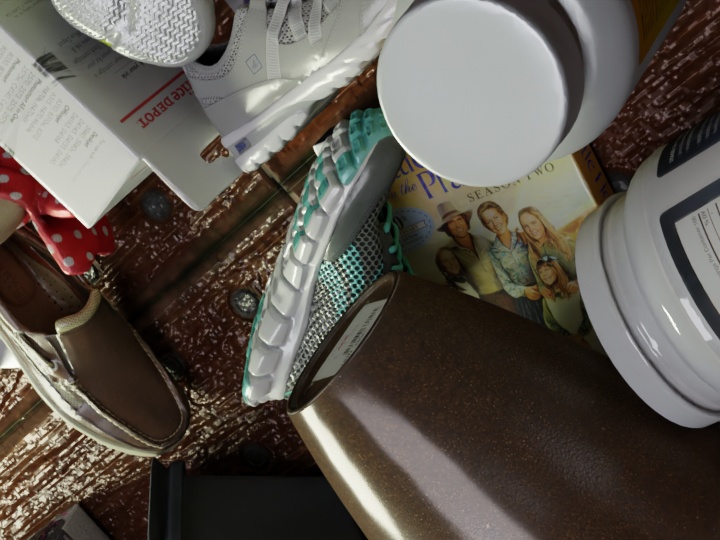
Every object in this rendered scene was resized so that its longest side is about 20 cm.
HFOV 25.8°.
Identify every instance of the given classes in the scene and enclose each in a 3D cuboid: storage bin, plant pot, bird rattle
[{"bbox_3d":[-0.063,0.219,1.028,0.132,0.146,0.202,-4,119,-4],"label":"storage bin"},{"bbox_3d":[0.066,0.097,0.817,0.199,0.188,0.187,39,127,-10],"label":"plant pot"},{"bbox_3d":[-0.242,-0.063,0.935,0.201,0.163,0.113,50,145,3],"label":"bird rattle"}]

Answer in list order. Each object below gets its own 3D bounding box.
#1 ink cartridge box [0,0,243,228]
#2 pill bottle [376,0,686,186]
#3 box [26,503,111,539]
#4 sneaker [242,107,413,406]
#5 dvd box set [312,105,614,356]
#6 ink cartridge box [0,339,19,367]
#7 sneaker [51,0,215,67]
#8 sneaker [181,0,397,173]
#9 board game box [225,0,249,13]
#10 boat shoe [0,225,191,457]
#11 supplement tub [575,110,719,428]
[{"bbox_3d":[-0.154,-0.106,0.884,0.200,0.116,0.067,44,126,-3],"label":"ink cartridge box"},{"bbox_3d":[0.080,-0.117,0.714,0.111,0.200,0.114,11,122,19],"label":"pill bottle"},{"bbox_3d":[-0.195,0.294,1.122,0.114,0.132,0.200,-35,99,32],"label":"box"},{"bbox_3d":[0.000,0.000,0.874,0.090,0.078,0.201,16,126,-9],"label":"sneaker"},{"bbox_3d":[0.079,-0.013,0.880,0.145,0.029,0.201,-19,109,32],"label":"dvd box set"},{"bbox_3d":[-0.326,0.034,1.067,0.198,0.067,0.117,-3,116,27],"label":"ink cartridge box"},{"bbox_3d":[-0.146,-0.194,0.842,0.200,0.105,0.076,42,115,-3],"label":"sneaker"},{"bbox_3d":[-0.026,-0.133,0.803,0.082,0.075,0.200,46,124,-5],"label":"sneaker"},{"bbox_3d":[-0.056,-0.194,0.845,0.095,0.030,0.200,-35,102,35],"label":"board game box"},{"bbox_3d":[-0.184,0.040,0.991,0.202,0.075,0.075,42,154,-9],"label":"boat shoe"},{"bbox_3d":[0.215,-0.021,0.742,0.199,0.141,0.141,-33,101,36],"label":"supplement tub"}]
